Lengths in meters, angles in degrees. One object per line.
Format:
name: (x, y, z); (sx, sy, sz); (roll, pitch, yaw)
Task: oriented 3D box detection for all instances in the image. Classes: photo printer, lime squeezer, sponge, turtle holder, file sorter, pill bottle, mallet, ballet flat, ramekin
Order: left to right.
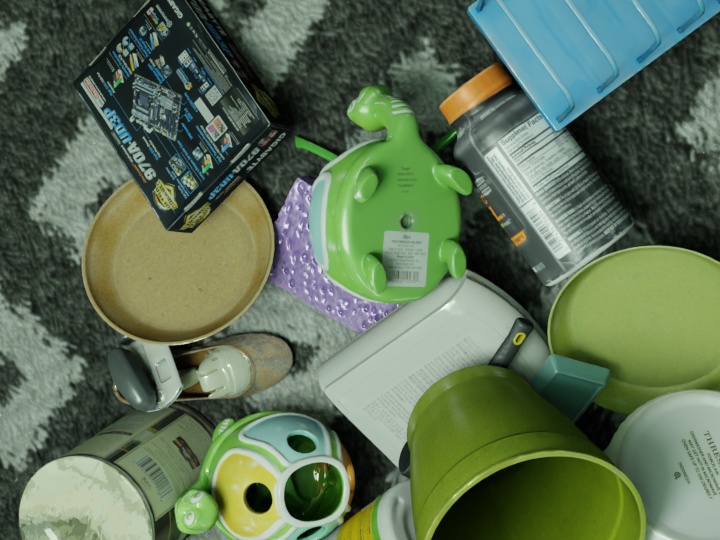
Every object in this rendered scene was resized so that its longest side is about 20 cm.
ballet flat: (-0.167, 0.111, 1.746); (0.199, 0.067, 0.069); (-12, 101, 20)
turtle holder: (-0.091, 0.206, 1.666); (0.185, 0.132, 0.142); (20, 83, -28)
sponge: (0.000, 0.000, 1.688); (0.199, 0.030, 0.112); (30, 110, 10)
pill bottle: (0.010, 0.302, 1.690); (0.111, 0.111, 0.200); (50, 129, 3)
turtle holder: (0.010, -0.064, 1.565); (0.131, 0.141, 0.186); (7, 125, 57)
lime squeezer: (0.033, -0.112, 1.657); (0.199, 0.038, 0.071); (-10, 67, 21)
photo printer: (0.084, 0.099, 1.635); (0.200, 0.070, 0.166); (-36, 113, 22)
mallet: (0.114, 0.130, 1.592); (0.066, 0.041, 0.200); (27, 115, -22)
pill bottle: (0.158, -0.094, 1.574); (0.106, 0.106, 0.200); (-36, 88, 21)
file sorter: (0.218, -0.242, 1.480); (0.200, 0.123, 0.139); (-36, 89, -2)
ramekin: (0.305, 0.199, 1.522); (0.201, 0.203, 0.094); (14, 149, 15)

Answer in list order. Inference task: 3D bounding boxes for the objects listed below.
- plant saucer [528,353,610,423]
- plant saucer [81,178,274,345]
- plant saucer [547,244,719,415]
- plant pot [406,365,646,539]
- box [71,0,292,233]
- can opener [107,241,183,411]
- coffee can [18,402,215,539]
plant saucer: (0.162, 0.159, 1.628); (0.070, 0.019, 0.200); (15, 129, -24)
plant saucer: (-0.180, -0.013, 1.702); (0.199, 0.035, 0.201); (-4, 66, 9)
plant saucer: (0.275, 0.052, 1.574); (0.199, 0.031, 0.201); (5, 126, 6)
plant pot: (0.126, 0.187, 1.496); (0.199, 0.193, 0.202); (-6, 121, -11)
box: (-0.179, -0.164, 1.676); (0.159, 0.046, 0.200); (-43, 69, 21)
can opener: (-0.237, 0.051, 1.721); (0.053, 0.067, 0.201); (-32, 67, 21)
coffee can: (-0.237, 0.229, 1.723); (0.145, 0.200, 0.147); (4, 102, 18)
